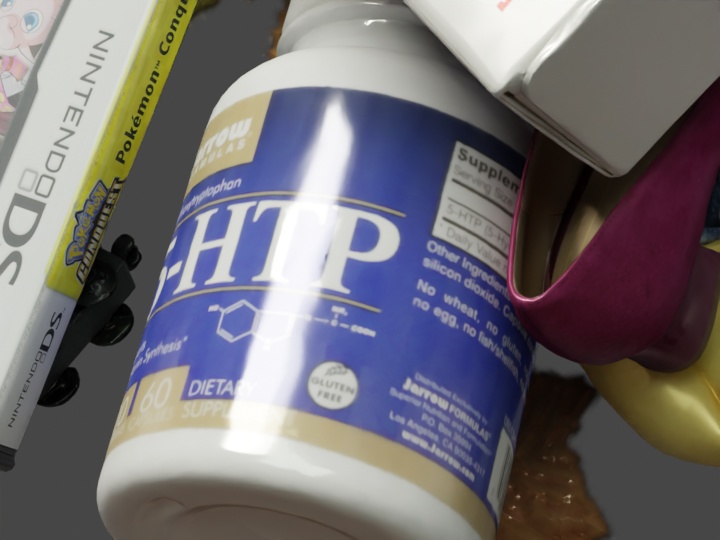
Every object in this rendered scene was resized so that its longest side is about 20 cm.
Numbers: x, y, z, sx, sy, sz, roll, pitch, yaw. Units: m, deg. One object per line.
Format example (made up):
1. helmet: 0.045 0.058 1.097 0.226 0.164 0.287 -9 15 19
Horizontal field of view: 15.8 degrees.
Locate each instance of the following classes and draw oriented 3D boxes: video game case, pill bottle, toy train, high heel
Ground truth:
1. video game case: -0.162 -0.053 0.832 0.199 0.025 0.181 19 84 25
2. pill bottle: 0.000 0.000 0.804 0.119 0.120 0.201 11 62 7
3. toy train: -0.143 0.058 0.826 0.046 0.034 0.200 30 67 29
4. high heel: 0.084 -0.071 0.768 0.067 0.096 0.201 -3 78 29

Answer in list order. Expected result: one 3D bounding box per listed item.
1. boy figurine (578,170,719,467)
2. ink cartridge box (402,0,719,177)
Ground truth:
1. boy figurine: 0.124 0.016 0.826 0.124 0.065 0.201 -8 59 -6
2. ink cartridge box: 0.048 -0.147 0.737 0.145 0.084 0.200 -46 58 8
